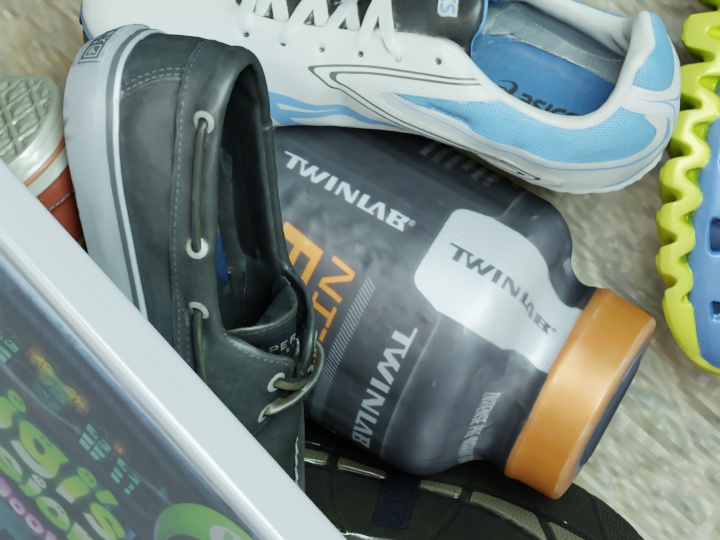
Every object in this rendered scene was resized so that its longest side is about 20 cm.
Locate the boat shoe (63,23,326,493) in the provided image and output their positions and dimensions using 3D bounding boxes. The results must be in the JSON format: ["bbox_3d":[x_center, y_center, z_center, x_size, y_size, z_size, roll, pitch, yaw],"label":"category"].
[{"bbox_3d":[-0.043,0.018,0.925,0.056,0.069,0.201,3,122,28],"label":"boat shoe"}]

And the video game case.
[{"bbox_3d":[-0.082,0.078,0.929,0.200,0.023,0.182,48,146,3],"label":"video game case"}]

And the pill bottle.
[{"bbox_3d":[0.000,0.000,1.004,0.199,0.106,0.107,29,99,9],"label":"pill bottle"}]

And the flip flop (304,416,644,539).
[{"bbox_3d":[0.020,0.104,1.029,0.199,0.081,0.058,17,126,6],"label":"flip flop"}]

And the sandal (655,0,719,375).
[{"bbox_3d":[0.148,-0.061,0.985,0.087,0.079,0.201,11,98,7],"label":"sandal"}]

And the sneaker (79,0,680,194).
[{"bbox_3d":[0.007,-0.078,0.947,0.199,0.072,0.073,12,140,6],"label":"sneaker"}]

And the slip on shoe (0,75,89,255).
[{"bbox_3d":[-0.151,-0.020,0.980,0.199,0.074,0.061,-6,136,44],"label":"slip on shoe"}]
